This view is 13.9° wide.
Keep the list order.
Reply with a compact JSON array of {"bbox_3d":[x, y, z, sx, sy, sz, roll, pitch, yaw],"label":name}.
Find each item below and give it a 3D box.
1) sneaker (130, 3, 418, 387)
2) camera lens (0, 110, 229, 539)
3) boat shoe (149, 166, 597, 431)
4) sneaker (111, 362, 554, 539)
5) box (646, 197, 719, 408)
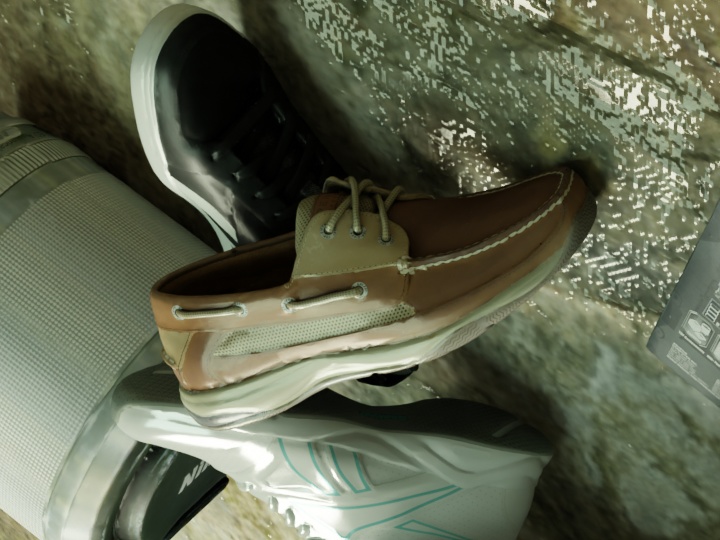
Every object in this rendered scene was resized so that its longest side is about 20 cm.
[{"bbox_3d":[-0.017,-0.032,1.274,0.111,0.073,0.200,16,148,36],"label":"sneaker"},{"bbox_3d":[-0.147,0.032,1.416,0.200,0.160,0.160,36,149,16],"label":"camera lens"},{"bbox_3d":[0.000,0.000,1.208,0.199,0.076,0.072,-24,109,18],"label":"boat shoe"},{"bbox_3d":[-0.017,0.092,1.313,0.199,0.070,0.081,13,107,-10],"label":"sneaker"},{"bbox_3d":[0.211,0.037,1.080,0.200,0.051,0.158,38,151,13],"label":"box"}]
